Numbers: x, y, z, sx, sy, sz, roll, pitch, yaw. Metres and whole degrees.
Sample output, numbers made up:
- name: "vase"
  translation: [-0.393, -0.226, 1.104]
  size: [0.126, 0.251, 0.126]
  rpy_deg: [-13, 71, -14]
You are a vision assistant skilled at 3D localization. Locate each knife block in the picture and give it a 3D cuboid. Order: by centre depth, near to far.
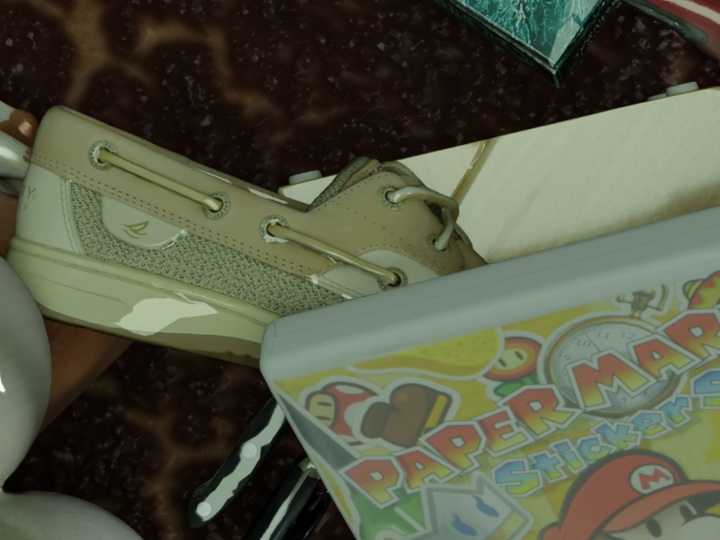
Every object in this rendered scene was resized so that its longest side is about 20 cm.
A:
- name: "knife block"
  translation: [0.040, 0.048, 0.884]
  size: [0.200, 0.064, 0.176]
  rpy_deg: [-13, 91, 0]

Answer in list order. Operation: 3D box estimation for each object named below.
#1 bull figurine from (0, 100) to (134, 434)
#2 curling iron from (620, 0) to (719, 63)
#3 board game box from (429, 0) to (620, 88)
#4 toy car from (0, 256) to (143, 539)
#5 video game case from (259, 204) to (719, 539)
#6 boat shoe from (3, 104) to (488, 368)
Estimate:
- name: "bull figurine"
  translation: [-0.146, 0.035, 0.881]
  size: [0.121, 0.065, 0.200]
  rpy_deg: [44, 90, -6]
- name: "curling iron"
  translation: [0.123, -0.082, 0.902]
  size: [0.200, 0.026, 0.050]
  rpy_deg: [31, 92, -1]
- name: "board game box"
  translation: [0.016, -0.165, 0.883]
  size: [0.200, 0.028, 0.135]
  rpy_deg: [35, 89, 9]
- name: "toy car"
  translation: [-0.161, 0.090, 0.788]
  size: [0.175, 0.150, 0.200]
  rpy_deg: [-29, 95, -36]
- name: "video game case"
  translation: [0.099, 0.060, 0.776]
  size: [0.200, 0.023, 0.182]
  rpy_deg: [-14, 128, 18]
- name: "boat shoe"
  translation: [0.000, 0.000, 0.818]
  size: [0.200, 0.072, 0.065]
  rpy_deg: [13, 91, 5]
